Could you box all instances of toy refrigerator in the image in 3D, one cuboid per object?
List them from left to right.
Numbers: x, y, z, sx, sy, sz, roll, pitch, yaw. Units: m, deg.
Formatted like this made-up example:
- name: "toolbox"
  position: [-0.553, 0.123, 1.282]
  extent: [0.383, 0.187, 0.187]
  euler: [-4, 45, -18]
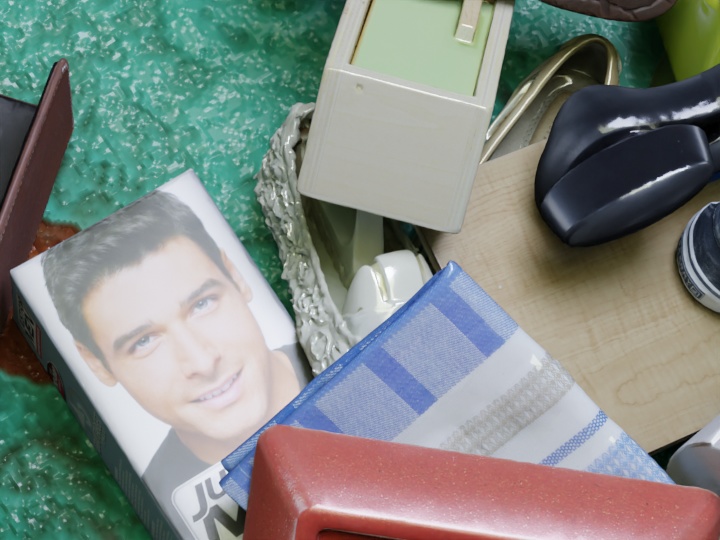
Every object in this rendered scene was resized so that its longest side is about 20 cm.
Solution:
- name: "toy refrigerator"
  position: [0.027, -0.099, 1.323]
  extent: [0.076, 0.070, 0.200]
  euler: [15, 28, 1]

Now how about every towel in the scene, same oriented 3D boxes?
- name: "towel"
  position: [0.054, 0.112, 1.243]
  extent: [0.147, 0.024, 0.200]
  euler: [-41, 102, 13]

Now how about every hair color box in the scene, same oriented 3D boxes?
- name: "hair color box"
  position: [-0.066, 0.066, 1.316]
  extent: [0.099, 0.061, 0.200]
  euler: [-30, 74, -15]

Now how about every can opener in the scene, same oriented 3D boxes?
- name: "can opener"
  position: [0.167, -0.069, 1.295]
  extent: [0.199, 0.063, 0.079]
  euler: [-26, 55, -3]

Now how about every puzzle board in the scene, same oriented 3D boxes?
- name: "puzzle board"
  position: [0.134, 0.001, 1.332]
  extent: [0.199, 0.017, 0.151]
  euler: [-21, 77, -24]

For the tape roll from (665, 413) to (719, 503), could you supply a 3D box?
- name: "tape roll"
  position: [0.247, 0.114, 1.252]
  extent: [0.139, 0.203, 0.203]
  euler: [-39, 77, -17]

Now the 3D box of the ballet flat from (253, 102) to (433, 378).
- name: "ballet flat"
  position: [0.000, 0.000, 1.302]
  extent: [0.071, 0.072, 0.200]
  euler: [-18, 51, -12]

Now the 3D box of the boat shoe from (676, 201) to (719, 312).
- name: "boat shoe"
  position: [0.247, -0.025, 1.319]
  extent: [0.199, 0.091, 0.071]
  euler: [-10, 73, -22]

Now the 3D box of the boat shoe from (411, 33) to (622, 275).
- name: "boat shoe"
  position: [0.067, -0.020, 1.359]
  extent: [0.073, 0.063, 0.201]
  euler: [30, 69, 6]

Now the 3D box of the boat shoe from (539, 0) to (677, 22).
- name: "boat shoe"
  position: [0.049, -0.168, 1.313]
  extent: [0.201, 0.075, 0.075]
  euler: [20, 29, -15]

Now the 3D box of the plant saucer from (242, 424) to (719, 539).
- name: "plant saucer"
  position: [0.041, 0.177, 1.233]
  extent: [0.199, 0.037, 0.201]
  euler: [9, 107, 0]

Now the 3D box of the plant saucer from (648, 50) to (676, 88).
- name: "plant saucer"
  position: [0.237, -0.064, 1.411]
  extent: [0.199, 0.031, 0.201]
  euler: [2, 68, -5]

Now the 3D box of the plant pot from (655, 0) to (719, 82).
- name: "plant pot"
  position: [0.240, -0.200, 1.352]
  extent: [0.199, 0.182, 0.200]
  euler: [-4, 52, -10]

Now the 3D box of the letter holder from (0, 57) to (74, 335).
- name: "letter holder"
  position: [-0.204, -0.020, 1.292]
  extent: [0.100, 0.142, 0.201]
  euler: [16, 68, 1]
